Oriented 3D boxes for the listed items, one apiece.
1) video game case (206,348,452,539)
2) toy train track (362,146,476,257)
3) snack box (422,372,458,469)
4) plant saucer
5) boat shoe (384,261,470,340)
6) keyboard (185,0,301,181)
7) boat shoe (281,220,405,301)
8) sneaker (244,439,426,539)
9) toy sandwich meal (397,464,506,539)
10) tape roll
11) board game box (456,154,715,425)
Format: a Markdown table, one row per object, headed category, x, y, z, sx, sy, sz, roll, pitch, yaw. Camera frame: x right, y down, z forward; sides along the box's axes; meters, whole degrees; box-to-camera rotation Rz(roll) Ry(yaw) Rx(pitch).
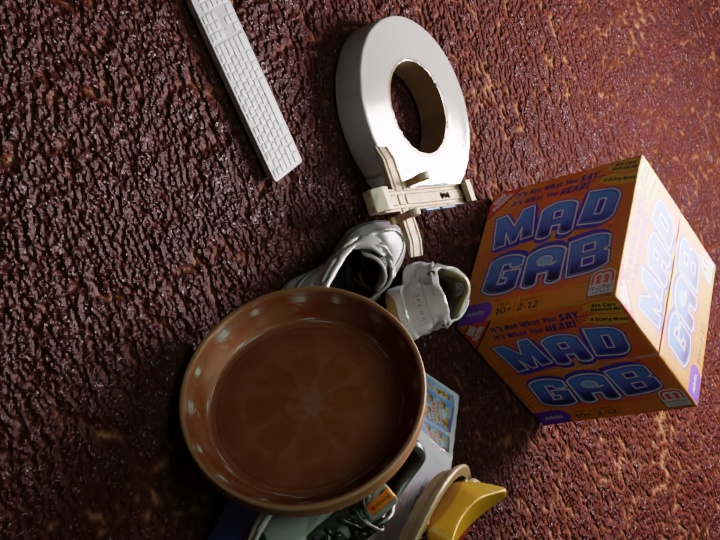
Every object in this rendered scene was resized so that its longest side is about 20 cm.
| category | x | y | z | sx | sy | sz | roll | pitch | yaw |
| --- | --- | --- | --- | --- | --- | --- | --- | --- | --- |
| video game case | -0.023 | 0.199 | 1.022 | 0.181 | 0.045 | 0.201 | 46 | 61 | -35 |
| toy train track | 0.071 | -0.077 | 1.207 | 0.199 | 0.032 | 0.116 | -10 | 81 | -57 |
| snack box | 0.060 | 0.205 | 1.181 | 0.072 | 0.024 | 0.202 | 35 | 53 | -41 |
| plant saucer | -0.045 | 0.104 | 0.953 | 0.032 | 0.198 | 0.202 | 80 | 21 | -55 |
| boat shoe | 0.078 | 0.027 | 1.178 | 0.200 | 0.069 | 0.071 | -45 | 116 | -75 |
| keyboard | -0.108 | -0.181 | 1.092 | 0.056 | 0.011 | 0.202 | -42 | 113 | -49 |
| boat shoe | 0.000 | 0.000 | 1.131 | 0.200 | 0.065 | 0.073 | -30 | 103 | -52 |
| sneaker | -0.022 | 0.195 | 0.939 | 0.201 | 0.079 | 0.074 | -51 | 124 | -29 |
| toy sandwich meal | 0.073 | 0.270 | 1.046 | 0.206 | 0.070 | 0.206 | -54 | 156 | -39 |
| tape roll | 0.048 | -0.169 | 1.271 | 0.202 | 0.037 | 0.205 | 21 | 62 | -48 |
| board game box | 0.261 | 0.029 | 1.351 | 0.200 | 0.198 | 0.201 | 46 | 47 | -33 |
